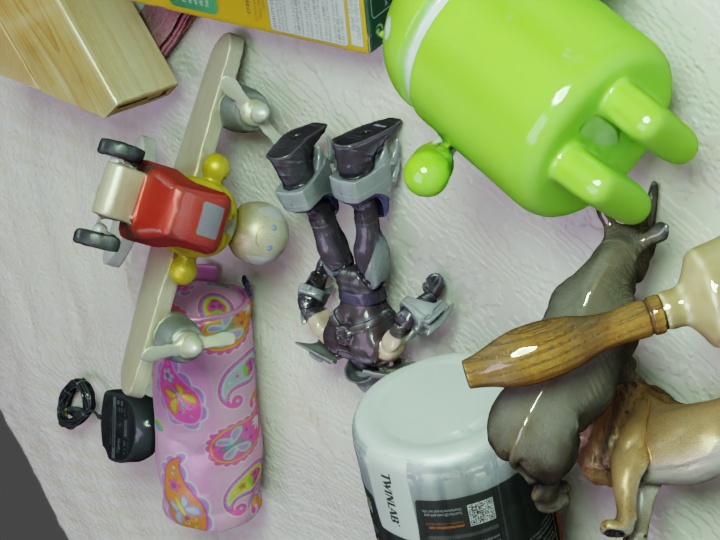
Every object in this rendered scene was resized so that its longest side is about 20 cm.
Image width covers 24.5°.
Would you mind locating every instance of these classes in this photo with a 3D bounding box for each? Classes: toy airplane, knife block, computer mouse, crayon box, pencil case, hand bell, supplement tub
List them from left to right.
[{"bbox_3d":[-0.222,-0.221,1.189,0.199,0.064,0.176,24,124,33],"label":"knife block"},{"bbox_3d":[-0.208,0.122,1.385,0.200,0.034,0.059,8,96,60],"label":"computer mouse"},{"bbox_3d":[-0.120,-0.036,1.159,0.140,0.200,0.200,15,134,-7],"label":"toy airplane"},{"bbox_3d":[-0.119,0.100,1.278,0.087,0.087,0.201,17,121,36],"label":"pencil case"},{"bbox_3d":[-0.069,-0.222,1.061,0.199,0.052,0.126,16,130,29],"label":"crayon box"},{"bbox_3d":[0.070,0.166,1.090,0.122,0.122,0.201,14,129,38],"label":"supplement tub"},{"bbox_3d":[0.151,0.024,0.889,0.104,0.199,0.105,164,90,-90],"label":"hand bell"}]

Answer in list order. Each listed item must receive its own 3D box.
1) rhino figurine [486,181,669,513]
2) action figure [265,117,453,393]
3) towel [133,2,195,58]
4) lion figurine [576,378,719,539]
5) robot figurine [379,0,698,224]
[{"bbox_3d":[0.132,0.036,0.956,0.060,0.201,0.087,22,167,23],"label":"rhino figurine"},{"bbox_3d":[0.000,0.000,1.127,0.130,0.069,0.201,7,119,33],"label":"action figure"},{"bbox_3d":[-0.196,-0.241,1.217,0.200,0.023,0.144,54,135,8],"label":"towel"},{"bbox_3d":[0.199,0.102,0.987,0.199,0.123,0.072,-5,149,29],"label":"lion figurine"},{"bbox_3d":[0.094,-0.110,0.936,0.200,0.116,0.176,45,106,30],"label":"robot figurine"}]
